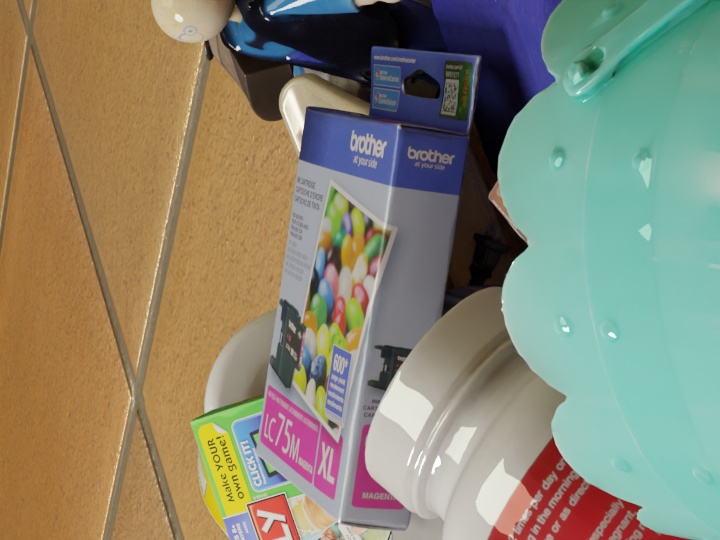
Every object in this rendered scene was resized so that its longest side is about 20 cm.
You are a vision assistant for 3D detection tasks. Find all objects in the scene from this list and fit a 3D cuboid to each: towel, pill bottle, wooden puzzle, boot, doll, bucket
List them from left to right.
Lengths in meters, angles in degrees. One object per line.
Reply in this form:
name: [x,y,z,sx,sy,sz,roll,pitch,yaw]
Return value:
boot: [-0.065,-0.187,0.970,0.147,0.069,0.202,-108,16,-45]
pill bottle: [-0.038,0.104,1.012,0.200,0.113,0.116,108,156,-69]
doll: [-0.005,-0.118,0.851,0.136,0.198,0.049,161,118,-68]
wooden puzzle: [0.024,-0.001,0.892,0.200,0.037,0.187,29,143,63]
towel: [0.100,-0.071,0.736,0.200,0.049,0.149,41,156,60]
pill bottle: [0.101,0.095,0.593,0.199,0.112,0.113,37,130,24]
bucket: [0.154,-0.012,0.462,0.134,0.205,0.210,5,94,57]

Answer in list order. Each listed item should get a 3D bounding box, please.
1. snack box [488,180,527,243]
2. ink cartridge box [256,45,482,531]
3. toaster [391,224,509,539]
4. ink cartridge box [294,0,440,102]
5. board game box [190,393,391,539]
snack box: [0.128,0.021,0.636,0.201,0.024,0.072,51,143,17]
ink cartridge box: [0.000,0.000,0.772,0.119,0.041,0.203,-157,76,-67]
toaster: [0.087,0.085,0.743,0.129,0.112,0.203,-171,85,-64]
ink cartridge box: [0.018,-0.148,0.973,0.117,0.067,0.201,-112,31,-45]
board game box: [0.007,0.150,0.864,0.133,0.029,0.202,-19,91,25]
